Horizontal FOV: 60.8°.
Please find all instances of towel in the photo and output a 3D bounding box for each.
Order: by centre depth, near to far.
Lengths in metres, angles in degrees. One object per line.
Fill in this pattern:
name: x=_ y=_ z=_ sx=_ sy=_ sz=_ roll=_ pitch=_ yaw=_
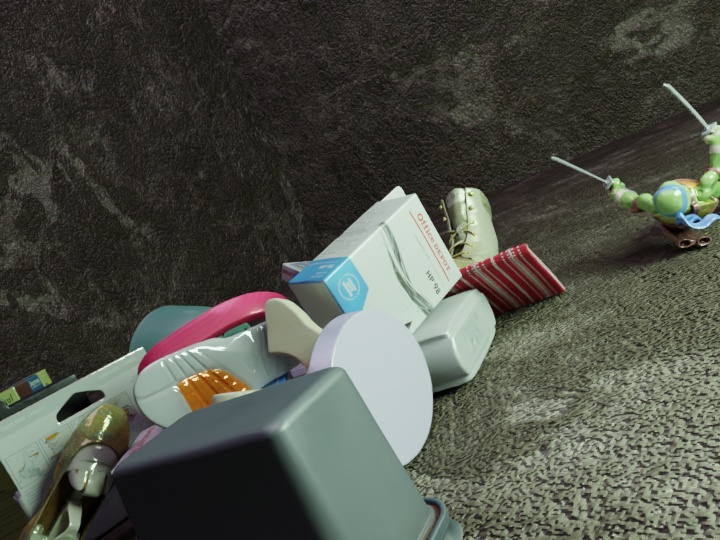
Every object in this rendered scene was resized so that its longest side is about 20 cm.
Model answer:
towel: x=0.141 y=0.029 z=0.780 sx=0.200 sy=0.023 sz=0.145 roll=-23 pitch=-32 yaw=27

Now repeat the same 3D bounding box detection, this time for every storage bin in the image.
storage bin: x=-0.064 y=0.155 z=0.388 sx=0.200 sy=0.134 sz=0.146 roll=-24 pitch=6 yaw=32

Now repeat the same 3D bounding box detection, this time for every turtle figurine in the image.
turtle figurine: x=0.387 y=-0.127 z=0.759 sx=0.194 sy=0.200 sz=0.144 roll=2 pitch=-51 yaw=-49

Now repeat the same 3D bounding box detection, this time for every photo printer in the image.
photo printer: x=0.048 y=0.099 z=0.722 sx=0.200 sy=0.070 sz=0.166 roll=-23 pitch=6 yaw=28

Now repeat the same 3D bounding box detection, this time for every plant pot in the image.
plant pot: x=-0.277 y=0.156 z=1.091 sx=0.161 sy=0.201 sz=0.201 roll=-7 pitch=14 yaw=30

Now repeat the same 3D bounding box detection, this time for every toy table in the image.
toy table: x=-0.025 y=0.104 z=0.526 sx=0.117 sy=0.184 sz=0.200 roll=-13 pitch=-26 yaw=25

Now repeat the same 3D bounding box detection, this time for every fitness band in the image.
fitness band: x=-0.166 y=0.095 z=0.730 sx=0.200 sy=0.037 sz=0.144 roll=-34 pitch=-30 yaw=4

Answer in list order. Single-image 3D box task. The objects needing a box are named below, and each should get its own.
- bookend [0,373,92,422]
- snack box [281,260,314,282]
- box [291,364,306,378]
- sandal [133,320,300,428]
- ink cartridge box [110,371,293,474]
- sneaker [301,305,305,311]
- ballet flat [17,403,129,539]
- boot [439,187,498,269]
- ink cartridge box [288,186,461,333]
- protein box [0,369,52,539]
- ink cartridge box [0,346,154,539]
bookend: x=-0.360 y=0.214 z=0.837 sx=0.199 sy=0.200 sz=0.092 roll=-31 pitch=8 yaw=-35
snack box: x=0.000 y=0.000 z=0.822 sx=0.200 sy=0.024 sz=0.072 roll=-5 pitch=14 yaw=-33
box: x=-0.057 y=0.116 z=0.938 sx=0.200 sy=0.041 sz=0.156 roll=-22 pitch=28 yaw=26
sandal: x=-0.143 y=0.107 z=0.660 sx=0.206 sy=0.079 sz=0.059 roll=-20 pitch=2 yaw=-38
ink cartridge box: x=-0.159 y=0.195 z=0.702 sx=0.200 sy=0.086 sz=0.146 roll=-25 pitch=5 yaw=-6
sneaker: x=-0.004 y=0.042 z=0.810 sx=0.088 sy=0.075 sz=0.200 roll=-9 pitch=10 yaw=25
ballet flat: x=-0.303 y=0.244 z=0.656 sx=0.200 sy=0.071 sz=0.071 roll=-63 pitch=14 yaw=-10
boot: x=0.141 y=-0.041 z=0.854 sx=0.072 sy=0.155 sz=0.200 roll=-19 pitch=-16 yaw=34
ink cartridge box: x=0.033 y=-0.002 z=0.669 sx=0.067 sy=0.116 sz=0.200 roll=-7 pitch=31 yaw=51
protein box: x=-0.529 y=0.288 z=0.901 sx=0.198 sy=0.200 sz=0.135 roll=-27 pitch=6 yaw=-8
ink cartridge box: x=-0.317 y=0.217 z=0.746 sx=0.200 sy=0.174 sz=0.044 roll=-30 pitch=7 yaw=-38
